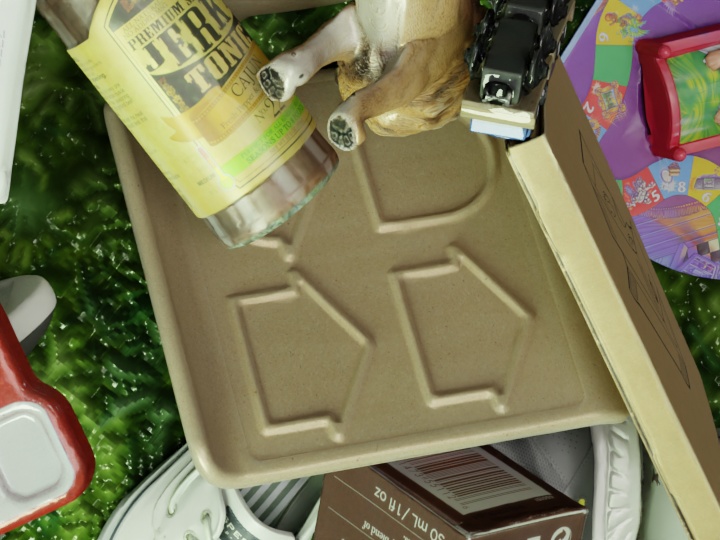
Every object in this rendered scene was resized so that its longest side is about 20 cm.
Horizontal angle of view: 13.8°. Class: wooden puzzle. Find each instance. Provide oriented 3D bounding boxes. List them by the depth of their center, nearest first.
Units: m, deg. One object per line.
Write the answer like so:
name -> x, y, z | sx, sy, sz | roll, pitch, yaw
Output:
wooden puzzle -> 0.000, 0.000, 1.277 | 0.199, 0.046, 0.186 | -7, 64, -20

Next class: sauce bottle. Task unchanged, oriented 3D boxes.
sauce bottle -> -0.090, -0.102, 1.201 | 0.065, 0.065, 0.200 | -41, 104, -7

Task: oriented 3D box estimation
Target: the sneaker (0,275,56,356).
sneaker -> -0.185, 0.094, 1.260 | 0.200, 0.071, 0.099 | -43, 112, -2

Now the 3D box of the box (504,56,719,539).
box -> 0.109, -0.001, 1.282 | 0.021, 0.164, 0.201 | -23, 111, 11

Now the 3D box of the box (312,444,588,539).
box -> 0.025, 0.175, 1.292 | 0.075, 0.100, 0.201 | -9, 117, -38

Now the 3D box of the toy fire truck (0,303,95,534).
toy fire truck -> -0.224, 0.055, 1.173 | 0.199, 0.112, 0.168 | -26, 92, 4

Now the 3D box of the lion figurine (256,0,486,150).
lion figurine -> 0.016, -0.127, 1.182 | 0.122, 0.072, 0.201 | -37, 148, -41

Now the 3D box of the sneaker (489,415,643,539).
sneaker -> 0.081, 0.145, 1.358 | 0.084, 0.074, 0.201 | -1, 91, -12

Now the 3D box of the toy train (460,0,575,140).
toy train -> 0.068, -0.100, 1.219 | 0.034, 0.200, 0.046 | 12, 116, 6

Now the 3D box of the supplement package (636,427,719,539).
supplement package -> 0.209, 0.179, 1.377 | 0.155, 0.111, 0.201 | -2, 100, -18

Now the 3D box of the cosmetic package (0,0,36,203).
cosmetic package -> -0.180, -0.090, 1.156 | 0.071, 0.200, 0.102 | 7, 97, -19

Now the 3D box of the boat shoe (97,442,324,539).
boat shoe -> -0.057, 0.105, 1.300 | 0.073, 0.067, 0.200 | 33, 88, -20

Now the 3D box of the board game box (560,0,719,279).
board game box -> 0.182, -0.093, 1.357 | 0.158, 0.039, 0.200 | 33, 88, -20

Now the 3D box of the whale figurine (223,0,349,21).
whale figurine -> -0.018, -0.170, 1.259 | 0.200, 0.104, 0.159 | -32, 141, 12
